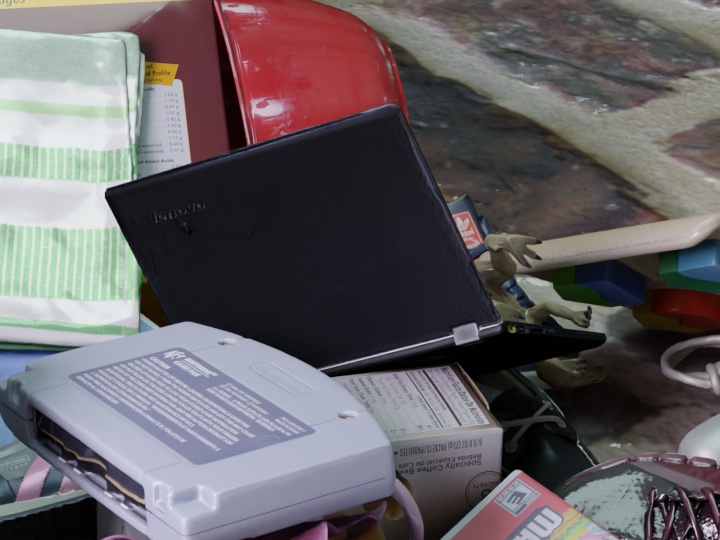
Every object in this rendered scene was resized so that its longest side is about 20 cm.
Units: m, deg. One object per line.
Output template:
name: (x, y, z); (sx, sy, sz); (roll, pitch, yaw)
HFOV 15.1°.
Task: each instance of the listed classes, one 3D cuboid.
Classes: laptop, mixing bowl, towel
laptop: (0.000, 0.000, 1.458); (0.186, 0.117, 0.200); (-14, -11, 30)
mixing bowl: (-0.030, -0.088, 1.681); (0.108, 0.201, 0.200); (-11, 28, -7)
towel: (-0.195, -0.049, 1.531); (0.152, 0.023, 0.201); (2, 65, -12)

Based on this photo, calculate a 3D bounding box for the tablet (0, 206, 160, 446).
tablet: (-0.203, 0.041, 1.513); (0.200, 0.014, 0.130); (37, 68, 6)

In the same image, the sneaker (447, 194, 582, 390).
sneaker: (0.068, 0.005, 1.683); (0.075, 0.085, 0.200); (-15, 31, -30)

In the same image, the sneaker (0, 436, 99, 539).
sneaker: (-0.149, 0.111, 1.456); (0.199, 0.070, 0.082); (-8, 44, -22)

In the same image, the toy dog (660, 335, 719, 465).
toy dog: (0.276, 0.090, 1.548); (0.199, 0.097, 0.132); (-14, 30, 1)

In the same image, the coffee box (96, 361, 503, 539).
coffee box: (-0.033, 0.125, 1.403); (0.199, 0.115, 0.080); (-5, 26, -16)

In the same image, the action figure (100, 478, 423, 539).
action figure: (-0.077, 0.150, 1.305); (0.199, 0.135, 0.149); (-7, 35, 13)

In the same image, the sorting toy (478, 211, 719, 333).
sorting toy: (0.198, 0.007, 1.610); (0.199, 0.037, 0.185); (12, -14, -42)

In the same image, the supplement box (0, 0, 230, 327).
supplement box: (-0.183, -0.060, 1.634); (0.196, 0.133, 0.201); (-4, 70, -11)

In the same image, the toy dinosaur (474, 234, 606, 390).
toy dinosaur: (0.068, 0.015, 1.557); (0.058, 0.200, 0.101); (-54, 14, -22)

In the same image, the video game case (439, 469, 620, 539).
video game case: (0.073, 0.178, 1.290); (0.143, 0.017, 0.200); (-42, 28, -9)

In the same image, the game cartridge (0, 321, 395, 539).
game cartridge: (-0.075, 0.077, 1.307); (0.133, 0.041, 0.200); (-18, 25, -27)

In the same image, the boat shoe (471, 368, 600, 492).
boat shoe: (0.081, 0.093, 1.532); (0.075, 0.061, 0.200); (-17, 31, -31)

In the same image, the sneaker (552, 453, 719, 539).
sneaker: (0.196, 0.122, 1.406); (0.199, 0.076, 0.116); (0, -17, -2)
